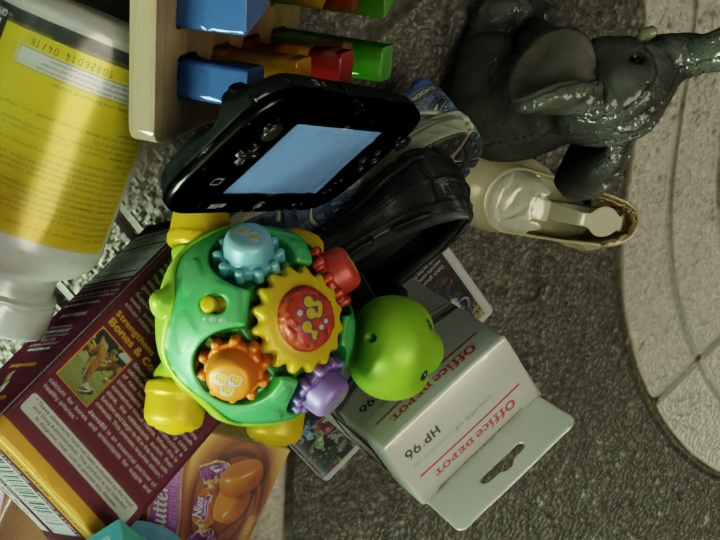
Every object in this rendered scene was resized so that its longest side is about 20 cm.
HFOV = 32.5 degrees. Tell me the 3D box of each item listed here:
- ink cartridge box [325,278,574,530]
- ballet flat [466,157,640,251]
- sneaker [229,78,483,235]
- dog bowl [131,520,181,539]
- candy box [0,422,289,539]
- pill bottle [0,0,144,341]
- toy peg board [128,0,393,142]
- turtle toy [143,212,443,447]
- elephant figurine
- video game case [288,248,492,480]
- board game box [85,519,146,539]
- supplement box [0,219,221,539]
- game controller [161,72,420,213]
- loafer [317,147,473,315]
[{"bbox_3d":[0.042,0.083,0.876,0.116,0.200,0.068,-42,125,-11],"label":"ink cartridge box"},{"bbox_3d":[0.147,-0.053,0.996,0.200,0.069,0.070,9,104,-34],"label":"ballet flat"},{"bbox_3d":[-0.015,-0.073,0.890,0.200,0.085,0.077,-24,148,2],"label":"sneaker"},{"bbox_3d":[-0.200,0.262,0.882,0.111,0.050,0.200,24,117,-38],"label":"dog bowl"},{"bbox_3d":[-0.163,0.152,0.896,0.200,0.056,0.117,18,100,-34],"label":"candy box"},{"bbox_3d":[-0.197,-0.064,0.751,0.112,0.112,0.200,17,99,-35],"label":"pill bottle"},{"bbox_3d":[-0.045,-0.188,0.739,0.199,0.098,0.201,-40,138,-63],"label":"toy peg board"},{"bbox_3d":[-0.040,0.037,0.770,0.200,0.101,0.146,14,76,-36],"label":"turtle toy"},{"bbox_3d":[0.158,-0.126,0.888,0.141,0.200,0.156,3,108,-33],"label":"elephant figurine"},{"bbox_3d":[-0.008,0.042,0.967,0.200,0.023,0.182,-45,125,-9],"label":"video game case"},{"bbox_3d":[-0.153,0.253,0.778,0.151,0.047,0.200,-32,135,6],"label":"board game box"},{"bbox_3d":[-0.151,0.069,0.800,0.110,0.086,0.200,53,57,-20],"label":"supplement box"},{"bbox_3d":[-0.037,-0.071,0.737,0.104,0.042,0.200,-49,162,21],"label":"game controller"},{"bbox_3d":[0.000,0.000,0.858,0.068,0.071,0.201,17,129,-42],"label":"loafer"}]
